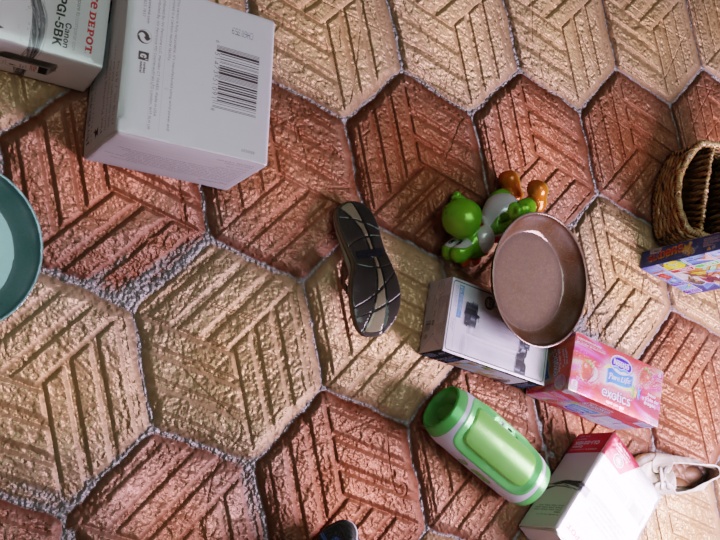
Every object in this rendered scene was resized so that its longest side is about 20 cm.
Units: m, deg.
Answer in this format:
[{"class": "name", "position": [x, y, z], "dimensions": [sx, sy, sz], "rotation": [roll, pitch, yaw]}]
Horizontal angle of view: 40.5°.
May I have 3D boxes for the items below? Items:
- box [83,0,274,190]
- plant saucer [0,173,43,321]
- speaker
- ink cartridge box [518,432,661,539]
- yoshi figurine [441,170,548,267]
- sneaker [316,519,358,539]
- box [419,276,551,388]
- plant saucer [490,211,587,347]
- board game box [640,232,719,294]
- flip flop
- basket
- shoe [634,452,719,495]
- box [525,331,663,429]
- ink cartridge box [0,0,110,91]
[{"class": "box", "position": [-0.224, -0.226, 1.222], "dimensions": [0.199, 0.130, 0.201], "rotation": [10, 75, -31]}, {"class": "plant saucer", "position": [-0.457, -0.026, 1.084], "dimensions": [0.199, 0.036, 0.202], "rotation": [8, 75, -32]}, {"class": "speaker", "position": [0.183, 0.254, 1.413], "dimensions": [0.200, 0.088, 0.089], "rotation": [41, 61, -19]}, {"class": "ink cartridge box", "position": [0.355, 0.371, 1.499], "dimensions": [0.145, 0.084, 0.200], "rotation": [52, 57, -14]}, {"class": "yoshi figurine", "position": [0.194, -0.092, 1.489], "dimensions": [0.200, 0.112, 0.112], "rotation": [-38, 85, -30]}, {"class": "sneaker", "position": [-0.023, 0.425, 1.260], "dimensions": [0.077, 0.075, 0.202], "rotation": [20, 68, -52]}, {"class": "box", "position": [0.191, 0.095, 1.466], "dimensions": [0.199, 0.060, 0.118], "rotation": [22, 69, -28]}, {"class": "plant saucer", "position": [0.260, 0.015, 1.461], "dimensions": [0.199, 0.037, 0.202], "rotation": [3, 84, -34]}, {"class": "board game box", "position": [0.602, -0.012, 1.673], "dimensions": [0.135, 0.199, 0.035], "rotation": [24, 67, -27]}, {"class": "flip flop", "position": [0.000, 0.000, 1.370], "dimensions": [0.080, 0.058, 0.202], "rotation": [-4, 67, -29]}, {"class": "basket", "position": [0.624, -0.134, 1.746], "dimensions": [0.142, 0.149, 0.201], "rotation": [29, 66, -25]}, {"class": "shoe", "position": [0.524, 0.339, 1.635], "dimensions": [0.199, 0.053, 0.071], "rotation": [6, 77, -32]}, {"class": "box", "position": [0.371, 0.178, 1.542], "dimensions": [0.199, 0.102, 0.095], "rotation": [24, 67, -26]}, {"class": "ink cartridge box", "position": [-0.402, -0.316, 1.154], "dimensions": [0.199, 0.083, 0.148], "rotation": [11, 73, -30]}]
